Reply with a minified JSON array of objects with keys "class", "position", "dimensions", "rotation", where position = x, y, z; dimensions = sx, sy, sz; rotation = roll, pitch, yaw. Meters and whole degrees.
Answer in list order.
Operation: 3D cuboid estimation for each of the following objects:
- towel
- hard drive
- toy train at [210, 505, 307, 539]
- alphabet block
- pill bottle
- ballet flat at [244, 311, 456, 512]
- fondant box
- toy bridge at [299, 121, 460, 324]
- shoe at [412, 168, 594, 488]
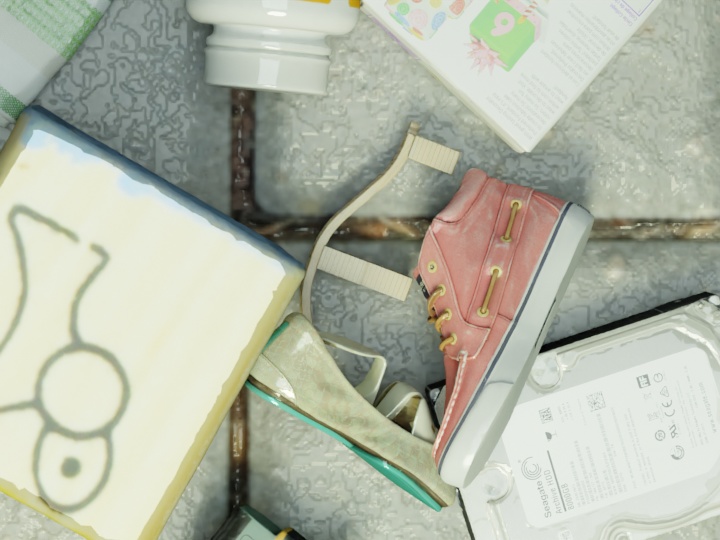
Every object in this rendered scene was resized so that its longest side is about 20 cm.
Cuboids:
[{"class":"towel","position":[-0.215,-0.211,1.660],"dimensions":[0.149,0.031,0.200],"rotation":[39,87,-9]},{"class":"hard drive","position":[0.155,0.109,1.708],"dimensions":[0.199,0.038,0.141],"rotation":[-17,95,-3]},{"class":"toy train","position":[-0.083,0.245,1.676],"dimensions":[0.114,0.085,0.200],"rotation":[39,91,6]},{"class":"alphabet block","position":[-0.166,0.033,1.593],"dimensions":[0.195,0.196,0.201],"rotation":[31,91,-5]},{"class":"pill bottle","position":[-0.050,-0.211,1.631],"dimensions":[0.109,0.109,0.201],"rotation":[5,93,-6]},{"class":"ballet flat","position":[0.009,0.087,1.638],"dimensions":[0.200,0.067,0.063],"rotation":[37,86,-44]},{"class":"fondant box","position":[0.115,-0.196,1.674],"dimensions":[0.144,0.058,0.200],"rotation":[42,88,-6]},{"class":"toy bridge","position":[0.000,0.000,1.690],"dimensions":[0.067,0.027,0.201],"rotation":[20,92,-6]},{"class":"shoe","position":[0.068,0.033,1.657],"dimensions":[0.091,0.072,0.201],"rotation":[23,71,9]}]
